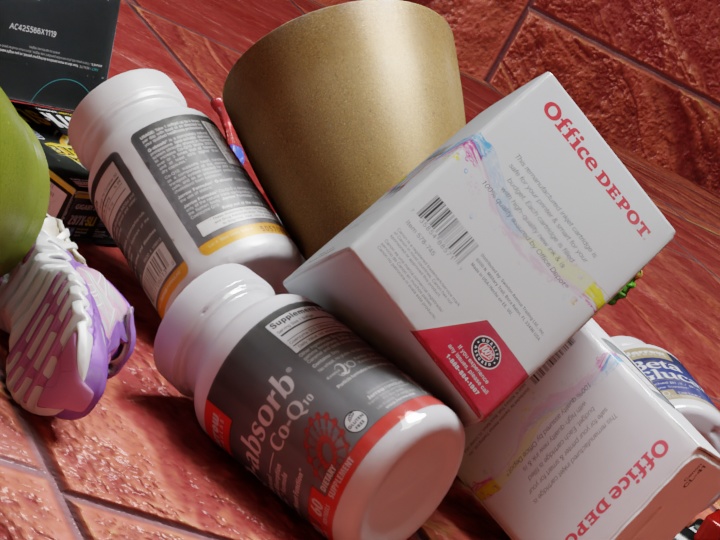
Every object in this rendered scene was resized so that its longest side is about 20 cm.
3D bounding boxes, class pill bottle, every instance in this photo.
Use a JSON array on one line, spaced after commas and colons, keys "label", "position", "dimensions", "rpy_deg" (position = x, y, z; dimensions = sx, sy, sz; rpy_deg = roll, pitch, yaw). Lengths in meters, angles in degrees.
[{"label": "pill bottle", "position": [0.257, 0.132, 1.836], "dimensions": [0.111, 0.112, 0.200], "rpy_deg": [26, 13, -17]}, {"label": "pill bottle", "position": [-0.137, -0.050, 1.548], "dimensions": [0.116, 0.116, 0.201], "rpy_deg": [12, 39, -54]}, {"label": "pill bottle", "position": [-0.037, 0.088, 1.347], "dimensions": [0.200, 0.116, 0.116], "rpy_deg": [37, 15, 29]}]

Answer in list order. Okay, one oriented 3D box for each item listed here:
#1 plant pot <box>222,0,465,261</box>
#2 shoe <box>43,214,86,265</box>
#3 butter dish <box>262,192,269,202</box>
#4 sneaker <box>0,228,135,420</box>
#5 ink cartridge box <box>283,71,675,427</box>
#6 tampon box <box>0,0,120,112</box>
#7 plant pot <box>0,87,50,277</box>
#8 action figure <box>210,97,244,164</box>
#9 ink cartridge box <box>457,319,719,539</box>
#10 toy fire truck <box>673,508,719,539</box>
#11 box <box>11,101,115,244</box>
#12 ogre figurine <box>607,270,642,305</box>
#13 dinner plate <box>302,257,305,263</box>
[{"label": "plant pot", "position": [0.008, -0.067, 1.539], "dimensions": [0.186, 0.186, 0.201], "rpy_deg": [14, 52, -49]}, {"label": "shoe", "position": [-0.253, -0.029, 1.451], "dimensions": [0.199, 0.054, 0.070], "rpy_deg": [33, 13, 13]}, {"label": "butter dish", "position": [0.004, -0.046, 1.870], "dimensions": [0.200, 0.148, 0.199], "rpy_deg": [37, 14, 31]}, {"label": "sneaker", "position": [-0.180, 0.041, 1.311], "dimensions": [0.088, 0.081, 0.200], "rpy_deg": [32, 10, -26]}, {"label": "ink cartridge box", "position": [0.080, -0.008, 1.393], "dimensions": [0.146, 0.200, 0.145], "rpy_deg": [52, -21, -5]}, {"label": "tampon box", "position": [-0.318, -0.212, 1.680], "dimensions": [0.199, 0.127, 0.149], "rpy_deg": [15, 5, 40]}, {"label": "plant pot", "position": [-0.285, -0.064, 1.257], "dimensions": [0.200, 0.201, 0.193], "rpy_deg": [34, 2, 16]}, {"label": "action figure", "position": [-0.114, -0.055, 1.686], "dimensions": [0.052, 0.065, 0.201], "rpy_deg": [47, 19, -50]}, {"label": "ink cartridge box", "position": [0.150, 0.123, 1.492], "dimensions": [0.200, 0.148, 0.085], "rpy_deg": [49, 11, 32]}, {"label": "toy fire truck", "position": [0.326, 0.170, 1.642], "dimensions": [0.128, 0.201, 0.176], "rpy_deg": [35, 14, 21]}, {"label": "box", "position": [-0.240, -0.081, 1.690], "dimensions": [0.159, 0.050, 0.200], "rpy_deg": [34, 14, 25]}, {"label": "ogre figurine", "position": [0.158, 0.001, 1.620], "dimensions": [0.200, 0.120, 0.098], "rpy_deg": [30, 17, -46]}, {"label": "dinner plate", "position": [0.000, 0.000, 1.656], "dimensions": [0.200, 0.200, 0.024], "rpy_deg": [37, -27, 27]}]
